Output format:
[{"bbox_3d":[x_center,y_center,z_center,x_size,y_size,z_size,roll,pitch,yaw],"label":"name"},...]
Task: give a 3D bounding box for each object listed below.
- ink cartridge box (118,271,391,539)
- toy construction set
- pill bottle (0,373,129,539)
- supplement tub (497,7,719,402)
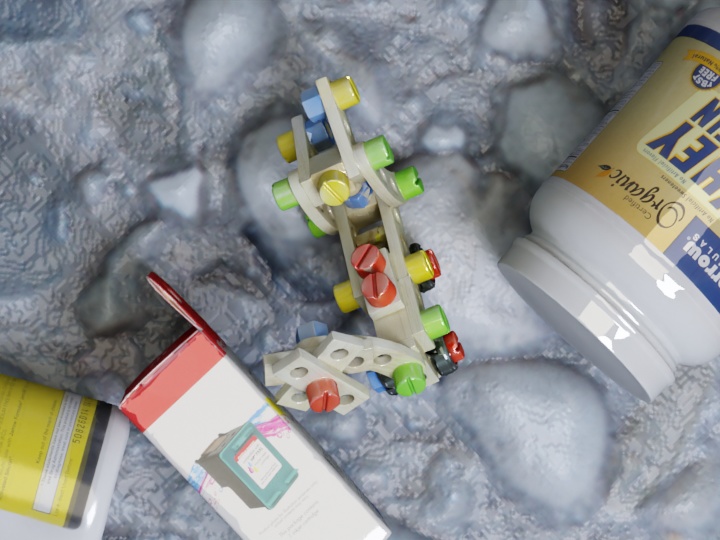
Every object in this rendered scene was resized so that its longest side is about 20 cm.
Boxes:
[{"bbox_3d":[-0.075,0.095,1.459,0.067,0.116,0.200,-43,93,-2],"label":"ink cartridge box"},{"bbox_3d":[0.000,0.000,1.450,0.092,0.131,0.201,-10,55,19],"label":"toy construction set"},{"bbox_3d":[-0.239,0.107,1.444,0.199,0.112,0.113,16,88,-6],"label":"pill bottle"},{"bbox_3d":[0.190,-0.037,1.474,0.144,0.144,0.200,42,86,-4],"label":"supplement tub"}]
